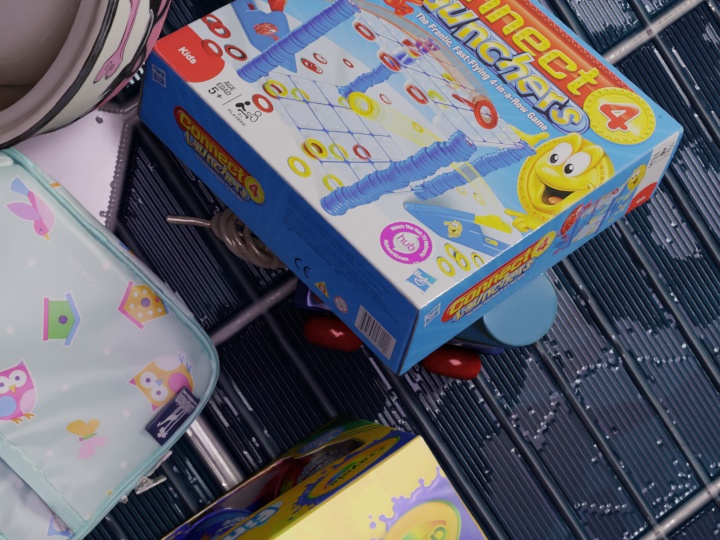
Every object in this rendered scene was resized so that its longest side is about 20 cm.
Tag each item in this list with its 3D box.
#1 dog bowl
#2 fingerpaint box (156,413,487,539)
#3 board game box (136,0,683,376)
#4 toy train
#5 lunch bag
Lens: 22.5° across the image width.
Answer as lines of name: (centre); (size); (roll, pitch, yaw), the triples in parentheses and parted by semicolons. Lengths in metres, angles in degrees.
dog bowl: (-0.175, -0.155, 0.878); (0.199, 0.074, 0.201); (1, 93, 29)
fingerpaint box: (-0.053, 0.159, 0.916); (0.200, 0.167, 0.074); (-34, 97, -11)
board game box: (0.025, -0.075, 0.919); (0.196, 0.056, 0.200); (-34, 67, -32)
toy train: (0.000, 0.000, 0.957); (0.199, 0.116, 0.085); (14, 86, -14)
lunch bag: (-0.180, 0.044, 0.931); (0.200, 0.077, 0.160); (45, 79, -9)
